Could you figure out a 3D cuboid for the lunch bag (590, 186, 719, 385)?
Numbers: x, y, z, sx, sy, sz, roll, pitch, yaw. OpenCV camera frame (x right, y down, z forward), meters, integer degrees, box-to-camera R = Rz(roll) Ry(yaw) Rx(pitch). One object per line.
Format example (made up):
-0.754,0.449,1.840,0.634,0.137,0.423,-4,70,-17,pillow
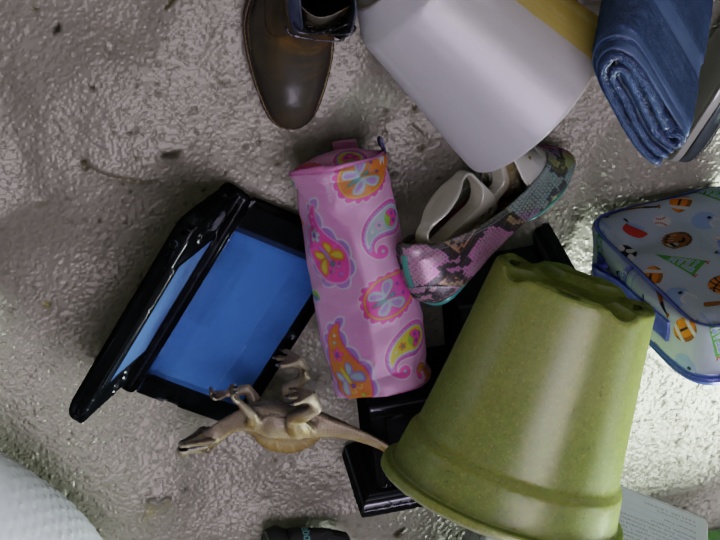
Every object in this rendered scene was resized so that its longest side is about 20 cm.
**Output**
0.278,0.009,1.594,0.159,0.200,0.076,-16,125,-19,lunch bag

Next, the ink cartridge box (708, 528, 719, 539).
0.338,0.301,1.852,0.198,0.059,0.105,-12,120,-6,ink cartridge box

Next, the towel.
0.216,-0.183,1.476,0.048,0.201,0.112,-14,128,31,towel

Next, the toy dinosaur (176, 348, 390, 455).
-0.052,0.119,1.615,0.198,0.058,0.102,2,136,7,toy dinosaur

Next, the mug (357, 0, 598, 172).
0.084,-0.192,1.490,0.153,0.187,0.149,38,138,-19,mug

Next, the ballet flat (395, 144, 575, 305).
0.099,-0.055,1.543,0.200,0.069,0.072,-43,126,-29,ballet flat

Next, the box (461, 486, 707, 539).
0.176,0.292,1.728,0.199,0.131,0.200,21,120,-3,box

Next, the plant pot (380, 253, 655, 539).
0.136,0.094,1.520,0.199,0.200,0.186,13,102,-20,plant pot

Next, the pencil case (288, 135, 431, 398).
0.000,0.000,1.555,0.087,0.087,0.202,-13,100,-5,pencil case

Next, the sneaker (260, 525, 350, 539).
-0.042,0.314,1.764,0.079,0.076,0.201,-9,121,-10,sneaker

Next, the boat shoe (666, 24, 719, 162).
0.310,-0.167,1.573,0.061,0.073,0.201,22,107,-19,boat shoe

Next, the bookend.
0.081,0.084,1.650,0.197,0.092,0.201,-9,120,-7,bookend

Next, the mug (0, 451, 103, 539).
-0.312,0.246,1.636,0.199,0.149,0.175,-21,136,36,mug

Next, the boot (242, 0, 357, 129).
-0.045,-0.182,1.466,0.074,0.097,0.201,-3,120,-11,boot

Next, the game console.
-0.117,0.045,1.573,0.116,0.176,0.201,33,109,3,game console
